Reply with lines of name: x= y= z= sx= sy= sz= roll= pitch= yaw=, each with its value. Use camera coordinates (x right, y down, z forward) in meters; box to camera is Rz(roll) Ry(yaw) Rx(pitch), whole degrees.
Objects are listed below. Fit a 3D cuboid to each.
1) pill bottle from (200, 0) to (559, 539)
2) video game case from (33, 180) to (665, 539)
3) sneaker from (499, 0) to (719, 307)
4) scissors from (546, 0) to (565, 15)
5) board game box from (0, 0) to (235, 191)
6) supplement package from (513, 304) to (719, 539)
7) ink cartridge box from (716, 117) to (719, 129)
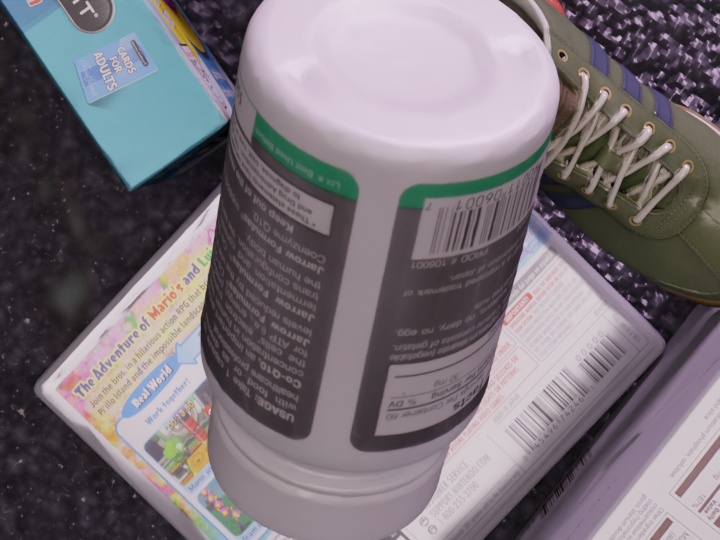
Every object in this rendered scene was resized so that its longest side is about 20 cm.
pill bottle: x=0.000 y=0.000 z=0.804 sx=0.112 sy=0.113 sz=0.201 roll=12 pitch=130 yaw=0
video game case: x=-0.005 y=0.039 z=0.916 sx=0.182 sy=0.024 sz=0.200 roll=44 pitch=94 yaw=-2
sneaker: x=0.076 y=-0.056 z=0.839 sx=0.200 sy=0.090 sz=0.067 roll=44 pitch=109 yaw=12
scissors: x=-0.012 y=-0.128 z=0.907 sx=0.198 sy=0.014 sz=0.074 roll=6 pitch=96 yaw=-1
board game box: x=-0.118 y=-0.128 z=0.840 sx=0.047 sy=0.151 sz=0.201 roll=-34 pitch=93 yaw=3
supplement package: x=0.123 y=0.127 z=0.853 sx=0.111 sy=0.156 sz=0.200 roll=38 pitch=93 yaw=0
ink cartridge box: x=0.250 y=-0.044 z=0.887 sx=0.199 sy=0.059 sz=0.104 roll=27 pitch=96 yaw=-1
